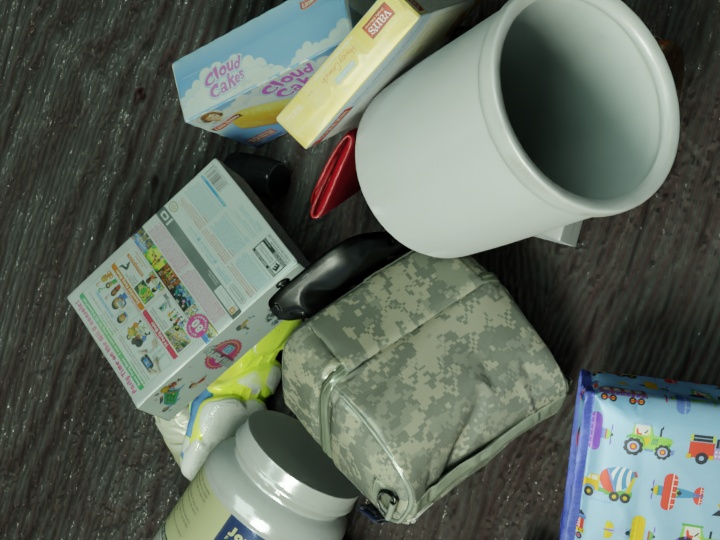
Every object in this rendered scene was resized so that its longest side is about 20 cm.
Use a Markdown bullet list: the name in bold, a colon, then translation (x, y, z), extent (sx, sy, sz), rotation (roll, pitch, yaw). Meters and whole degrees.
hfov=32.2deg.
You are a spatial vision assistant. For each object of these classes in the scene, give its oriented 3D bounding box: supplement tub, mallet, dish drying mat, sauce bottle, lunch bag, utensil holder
- **supplement tub**: translation (-0.103, 0.243, 1.138), extent (0.145, 0.145, 0.200), rotation (42, 106, 29)
- **mallet**: translation (-0.143, -0.028, 1.235), extent (0.066, 0.041, 0.200), rotation (24, 81, 34)
- **dish drying mat**: translation (-0.008, -0.095, 1.095), extent (0.018, 0.200, 0.077), rotation (26, 105, 5)
- **sauce bottle**: translation (0.163, -0.170, 1.027), extent (0.200, 0.066, 0.066), rotation (15, 92, 32)
- **lunch bag**: translation (0.052, 0.096, 1.026), extent (0.168, 0.200, 0.139), rotation (44, 151, 29)
- **lunch bag**: translation (0.232, 0.188, 0.951), extent (0.150, 0.094, 0.200), rotation (7, 97, 7)
- **utensil holder**: translation (0.110, -0.104, 0.948), extent (0.200, 0.170, 0.170), rotation (-20, 71, 57)

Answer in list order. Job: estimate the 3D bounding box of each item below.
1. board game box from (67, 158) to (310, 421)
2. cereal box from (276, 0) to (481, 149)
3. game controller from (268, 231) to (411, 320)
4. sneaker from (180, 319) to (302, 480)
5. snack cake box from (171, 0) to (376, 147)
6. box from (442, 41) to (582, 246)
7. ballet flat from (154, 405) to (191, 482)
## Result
- **board game box**: translation (-0.157, 0.018, 1.173), extent (0.200, 0.064, 0.148), rotation (-41, 62, 5)
- **cereal box**: translation (0.022, -0.179, 1.031), extent (0.040, 0.200, 0.144), rotation (45, 115, 3)
- **game controller**: translation (0.000, 0.000, 1.075), extent (0.042, 0.200, 0.104), rotation (48, 111, 14)
- **sneaker**: translation (-0.135, 0.104, 1.222), extent (0.105, 0.076, 0.200), rotation (23, 80, 43)
- **snack cake box**: translation (-0.064, -0.195, 1.189), extent (0.200, 0.115, 0.067), rotation (-22, 73, 29)
- **box**: translation (0.117, -0.121, 1.109), extent (0.200, 0.041, 0.156), rotation (16, 92, 34)
- **ballet flat**: translation (-0.184, 0.122, 1.253), extent (0.069, 0.069, 0.200), rotation (-21, 73, 29)
